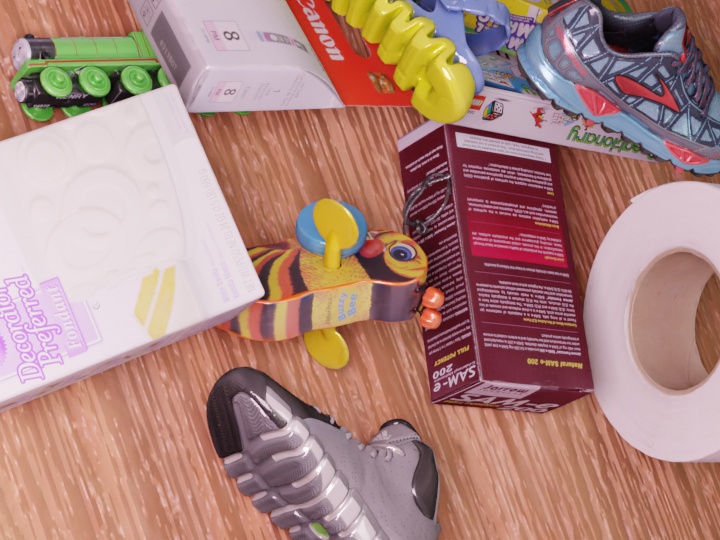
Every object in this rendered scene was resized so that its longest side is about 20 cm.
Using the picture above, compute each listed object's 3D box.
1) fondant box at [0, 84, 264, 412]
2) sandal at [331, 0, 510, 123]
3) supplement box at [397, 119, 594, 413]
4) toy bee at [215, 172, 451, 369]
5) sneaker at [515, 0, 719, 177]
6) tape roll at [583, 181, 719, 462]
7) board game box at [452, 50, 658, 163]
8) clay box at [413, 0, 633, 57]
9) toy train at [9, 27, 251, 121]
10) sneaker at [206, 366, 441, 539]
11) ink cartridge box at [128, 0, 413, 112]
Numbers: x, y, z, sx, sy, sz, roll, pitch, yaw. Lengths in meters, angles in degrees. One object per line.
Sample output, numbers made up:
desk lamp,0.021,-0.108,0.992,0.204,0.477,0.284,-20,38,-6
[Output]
fondant box,-0.176,-0.011,1.264,0.199,0.058,0.145,-22,86,-26
sandal,0.031,-0.197,1.440,0.087,0.080,0.200,-34,84,-24
supplement box,0.095,-0.004,1.496,0.108,0.061,0.201,8,66,-36
toy bee,0.000,0.000,1.367,0.200,0.131,0.109,-36,51,-11
sneaker,0.214,-0.136,1.488,0.199,0.096,0.080,20,37,-22
tape roll,0.250,0.037,1.508,0.070,0.202,0.204,4,69,-35
board game box,0.123,-0.139,1.549,0.199,0.035,0.126,8,31,-35
clay box,0.121,-0.196,1.555,0.199,0.048,0.115,20,27,-22
toy train,-0.143,-0.131,1.381,0.199,0.042,0.057,-5,64,-39
sneaker,-0.015,0.119,1.362,0.200,0.075,0.116,55,43,-19
ink cartridge box,-0.062,-0.182,1.425,0.199,0.057,0.163,-7,55,-35
